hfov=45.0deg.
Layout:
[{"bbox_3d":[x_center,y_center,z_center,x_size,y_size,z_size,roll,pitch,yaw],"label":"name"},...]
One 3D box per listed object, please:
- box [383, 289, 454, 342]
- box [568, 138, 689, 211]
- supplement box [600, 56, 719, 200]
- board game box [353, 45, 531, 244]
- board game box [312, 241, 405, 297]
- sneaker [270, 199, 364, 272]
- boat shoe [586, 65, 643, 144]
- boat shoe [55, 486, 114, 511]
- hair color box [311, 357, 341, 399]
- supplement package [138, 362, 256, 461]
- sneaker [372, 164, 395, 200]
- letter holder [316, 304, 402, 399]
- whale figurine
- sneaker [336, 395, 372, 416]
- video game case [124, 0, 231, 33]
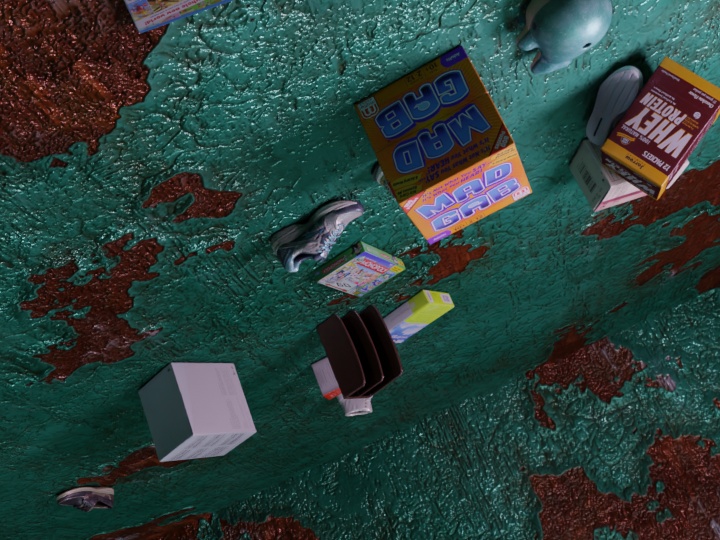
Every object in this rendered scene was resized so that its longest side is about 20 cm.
[{"bbox_3d":[0.139,0.125,2.320,0.200,0.048,0.122,-37,152,30],"label":"box"},{"bbox_3d":[0.575,-0.228,1.874,0.199,0.128,0.109,-17,157,-15],"label":"box"},{"bbox_3d":[0.570,-0.262,1.649,0.200,0.133,0.197,-56,165,7],"label":"supplement box"},{"bbox_3d":[0.139,-0.200,1.437,0.199,0.201,0.200,-27,157,10],"label":"board game box"},{"bbox_3d":[0.000,0.000,1.951,0.134,0.029,0.200,-32,155,20],"label":"board game box"},{"bbox_3d":[-0.073,-0.062,1.676,0.199,0.087,0.078,-30,157,14],"label":"sneaker"},{"bbox_3d":[0.497,-0.329,1.680,0.071,0.072,0.200,-36,163,-25],"label":"boat shoe"},{"bbox_3d":[-0.822,0.692,2.614,0.072,0.065,0.200,-32,155,23],"label":"boat shoe"},{"bbox_3d":[-0.025,0.267,2.404,0.199,0.102,0.061,-26,156,7],"label":"hair color box"},{"bbox_3d":[-0.394,0.340,2.100,0.147,0.192,0.200,-39,152,30],"label":"supplement package"},{"bbox_3d":[0.126,-0.171,1.625,0.199,0.089,0.077,-16,155,-18],"label":"sneaker"},{"bbox_3d":[0.001,0.196,2.150,0.142,0.201,0.100,-38,152,31],"label":"letter holder"},{"bbox_3d":[0.326,-0.369,1.371,0.158,0.104,0.200,-20,157,-10],"label":"whale figurine"},{"bbox_3d":[0.028,0.382,2.683,0.199,0.116,0.074,-21,155,-8],"label":"sneaker"},{"bbox_3d":[-0.216,-0.364,0.989,0.143,0.018,0.200,-22,156,-6],"label":"video game case"}]
